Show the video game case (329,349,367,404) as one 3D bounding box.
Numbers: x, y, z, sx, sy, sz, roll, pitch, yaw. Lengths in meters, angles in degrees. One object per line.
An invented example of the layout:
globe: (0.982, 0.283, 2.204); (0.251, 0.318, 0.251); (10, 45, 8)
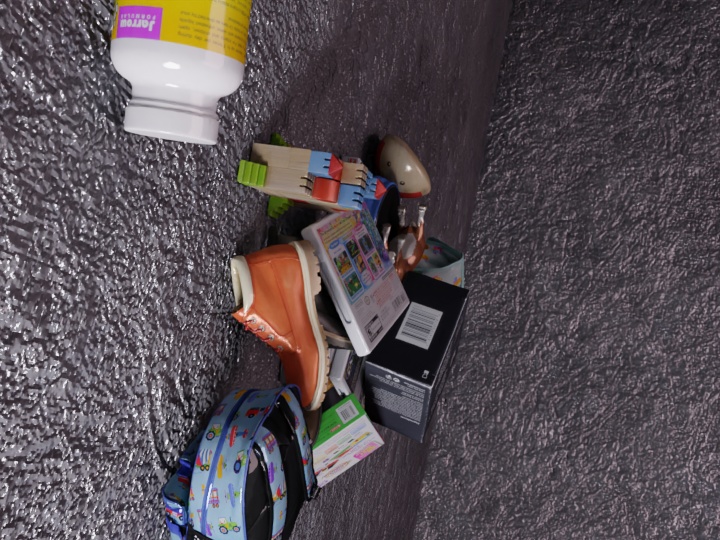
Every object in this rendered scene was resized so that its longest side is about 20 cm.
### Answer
video game case: (0.000, 0.108, 1.099); (0.182, 0.023, 0.202); (73, 30, -62)

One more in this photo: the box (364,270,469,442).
box: (0.093, 0.147, 1.166); (0.201, 0.116, 0.198); (89, 24, -52)

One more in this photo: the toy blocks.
toy blocks: (-0.048, -0.109, 0.861); (0.200, 0.135, 0.101); (17, 83, -74)

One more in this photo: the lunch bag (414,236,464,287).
lunch bag: (0.115, 0.025, 1.403); (0.123, 0.197, 0.172); (-76, 166, -51)

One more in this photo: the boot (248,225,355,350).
boot: (-0.052, 0.031, 0.924); (0.199, 0.077, 0.140); (20, 74, -45)

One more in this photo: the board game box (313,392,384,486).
board game box: (-0.046, 0.283, 1.109); (0.152, 0.040, 0.200); (-33, 153, -7)

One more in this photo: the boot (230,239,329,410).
boot: (-0.098, 0.071, 0.809); (0.106, 0.075, 0.203); (-9, 89, -30)

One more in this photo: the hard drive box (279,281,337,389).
hard drive box: (-0.053, 0.063, 1.059); (0.156, 0.076, 0.203); (-27, 124, -72)

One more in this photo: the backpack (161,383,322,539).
backpack: (-0.129, 0.223, 0.759); (0.183, 0.133, 0.202); (-57, 153, -55)

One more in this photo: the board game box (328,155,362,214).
board game box: (-0.008, -0.101, 1.206); (0.200, 0.034, 0.128); (51, 51, -70)

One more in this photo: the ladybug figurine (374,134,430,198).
ladybug figurine: (0.074, -0.191, 1.315); (0.136, 0.072, 0.200); (53, 4, -2)

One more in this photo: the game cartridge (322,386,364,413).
game cartridge: (0.000, 0.206, 1.263); (0.199, 0.041, 0.135); (-17, 121, -45)

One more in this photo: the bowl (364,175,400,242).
bowl: (0.028, -0.065, 1.220); (0.200, 0.039, 0.203); (11, 90, -74)

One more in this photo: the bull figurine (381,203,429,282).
bull figurine: (0.078, -0.045, 1.219); (0.201, 0.064, 0.123); (-60, 155, -52)

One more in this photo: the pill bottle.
pill bottle: (-0.138, -0.206, 0.538); (0.104, 0.103, 0.203); (-12, 110, -74)

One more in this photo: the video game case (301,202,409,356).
video game case: (0.000, 0.000, 0.974); (0.184, 0.023, 0.200); (65, 25, -8)

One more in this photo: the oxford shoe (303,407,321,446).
oxford shoe: (-0.106, 0.226, 0.969); (0.201, 0.072, 0.085); (-62, 154, -50)
